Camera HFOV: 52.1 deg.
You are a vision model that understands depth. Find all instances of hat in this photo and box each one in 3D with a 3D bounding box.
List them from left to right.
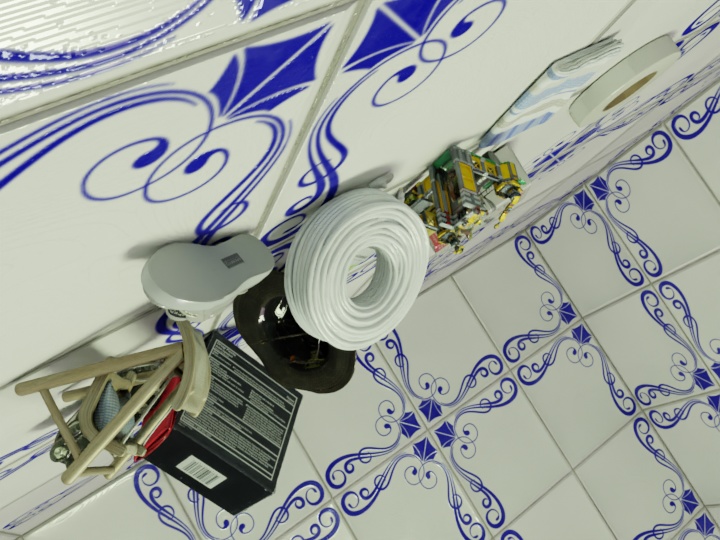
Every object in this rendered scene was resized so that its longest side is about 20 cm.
[{"bbox_3d":[-0.078,0.073,1.043,0.200,0.201,0.081,-39,-174,40],"label":"hat"}]

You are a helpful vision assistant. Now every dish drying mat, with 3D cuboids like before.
[{"bbox_3d":[-0.298,0.200,1.109,0.077,0.018,0.201,-42,-157,12],"label":"dish drying mat"}]

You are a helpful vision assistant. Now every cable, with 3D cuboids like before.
[{"bbox_3d":[0.000,0.000,0.916,0.198,0.203,0.069,-24,-148,-32],"label":"cable"}]

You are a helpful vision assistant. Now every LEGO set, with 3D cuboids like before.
[{"bbox_3d":[0.140,-0.074,1.054,0.153,0.117,0.199,22,139,-39],"label":"LEGO set"}]

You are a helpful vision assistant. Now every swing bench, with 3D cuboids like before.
[{"bbox_3d":[-0.269,0.146,0.890,0.199,0.131,0.199,-31,172,-12],"label":"swing bench"}]

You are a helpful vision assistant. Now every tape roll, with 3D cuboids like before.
[{"bbox_3d":[0.452,-0.322,1.267,0.201,0.037,0.203,-33,172,-5],"label":"tape roll"}]

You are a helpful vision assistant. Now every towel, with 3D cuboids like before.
[{"bbox_3d":[0.264,-0.244,1.033,0.146,0.024,0.200,-28,171,-30],"label":"towel"}]

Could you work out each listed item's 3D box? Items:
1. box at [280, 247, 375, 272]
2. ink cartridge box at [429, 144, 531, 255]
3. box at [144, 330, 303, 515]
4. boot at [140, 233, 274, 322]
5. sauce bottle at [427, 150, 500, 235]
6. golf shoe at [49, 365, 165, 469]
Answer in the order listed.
[{"bbox_3d":[-0.075,0.005,1.143,0.199,0.041,0.156,-35,172,8],"label":"box"},{"bbox_3d":[0.194,-0.119,1.297,0.199,0.083,0.146,-33,172,4],"label":"ink cartridge box"},{"bbox_3d":[-0.219,0.246,1.189,0.123,0.199,0.200,-36,-157,35],"label":"box"},{"bbox_3d":[-0.166,0.023,0.741,0.095,0.074,0.200,-43,170,22],"label":"boot"},{"bbox_3d":[0.138,-0.113,1.171,0.199,0.067,0.066,-35,172,27],"label":"sauce bottle"},{"bbox_3d":[-0.379,0.204,1.097,0.199,0.078,0.088,-40,-155,-7],"label":"golf shoe"}]
